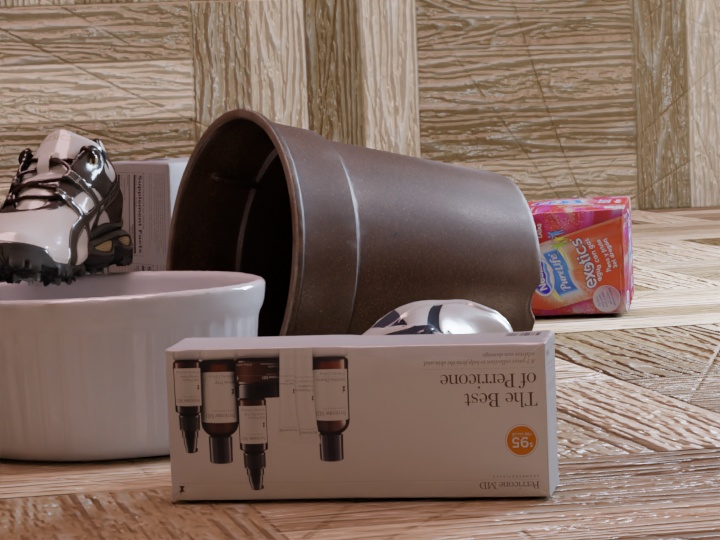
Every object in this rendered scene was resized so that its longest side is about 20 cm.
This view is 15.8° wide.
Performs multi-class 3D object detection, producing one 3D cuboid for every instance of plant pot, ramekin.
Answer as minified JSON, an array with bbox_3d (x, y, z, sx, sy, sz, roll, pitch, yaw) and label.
[{"bbox_3d":[0.000,0.000,1.721,0.198,0.201,0.200,3,1,-27],"label":"plant pot"},{"bbox_3d":[-0.156,0.056,1.582,0.200,0.098,0.200,-3,4,0],"label":"ramekin"}]

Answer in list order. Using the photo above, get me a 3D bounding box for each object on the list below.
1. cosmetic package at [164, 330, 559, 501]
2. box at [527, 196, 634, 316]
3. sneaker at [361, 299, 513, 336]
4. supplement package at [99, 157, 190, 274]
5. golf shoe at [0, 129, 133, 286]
[{"bbox_3d":[0.001,0.076,1.351,0.199,0.083,0.051,-2,7,10],"label":"cosmetic package"},{"bbox_3d":[0.195,-0.015,2.349,0.099,0.096,0.200,-3,4,8],"label":"box"},{"bbox_3d":[0.038,0.065,1.499,0.199,0.080,0.129,-6,7,-37],"label":"sneaker"},{"bbox_3d":[-0.103,-0.017,2.140,0.200,0.156,0.111,-5,6,-38],"label":"supplement package"},{"bbox_3d":[-0.198,-0.038,1.599,0.078,0.095,0.200,-1,6,10],"label":"golf shoe"}]
